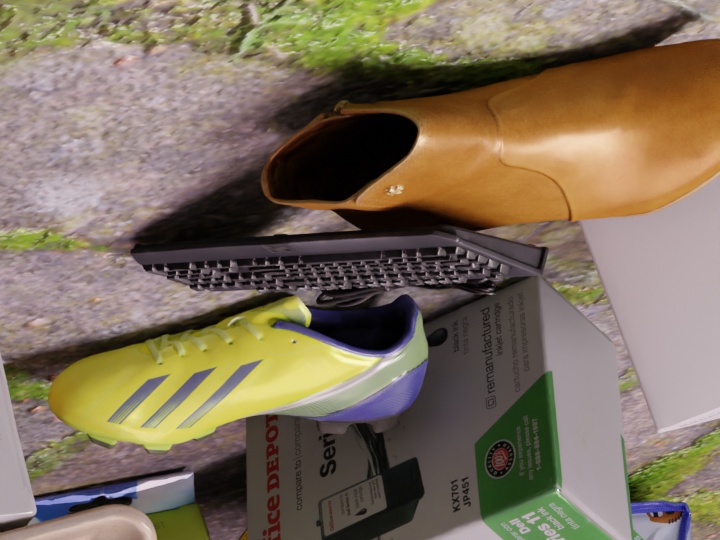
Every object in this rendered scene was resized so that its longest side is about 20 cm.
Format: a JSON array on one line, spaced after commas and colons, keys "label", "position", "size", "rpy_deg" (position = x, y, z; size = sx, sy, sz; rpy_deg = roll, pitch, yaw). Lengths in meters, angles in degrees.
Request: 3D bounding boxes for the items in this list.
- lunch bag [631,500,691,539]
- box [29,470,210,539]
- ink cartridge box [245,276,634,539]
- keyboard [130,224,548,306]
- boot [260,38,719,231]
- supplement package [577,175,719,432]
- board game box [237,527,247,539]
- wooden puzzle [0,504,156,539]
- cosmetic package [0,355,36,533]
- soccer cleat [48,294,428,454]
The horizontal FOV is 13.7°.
[{"label": "lunch bag", "position": [0.130, 0.233, 2.055], "size": [0.200, 0.124, 0.170], "rpy_deg": [-2, 160, 5]}, {"label": "box", "position": [-0.148, 0.216, 1.788], "size": [0.122, 0.048, 0.200], "rpy_deg": [-10, 131, -12]}, {"label": "ink cartridge box", "position": [0.038, 0.111, 1.609], "size": [0.200, 0.147, 0.083], "rpy_deg": [-25, 137, 26]}, {"label": "keyboard", "position": [0.000, 0.000, 1.392], "size": [0.200, 0.021, 0.127], "rpy_deg": [-2, 171, 40]}, {"label": "boot", "position": [0.069, -0.056, 1.307], "size": [0.201, 0.071, 0.144], "rpy_deg": [-19, 167, 31]}, {"label": "supplement package", "position": [0.196, 0.004, 1.440], "size": [0.109, 0.114, 0.200], "rpy_deg": [-22, 172, 19]}, {"label": "board game box", "position": [-0.009, 0.186, 1.804], "size": [0.165, 0.057, 0.200], "rpy_deg": [-53, 154, 3]}, {"label": "wooden puzzle", "position": [-0.209, 0.181, 1.493], "size": [0.200, 0.046, 0.185], "rpy_deg": [-9, 159, -18]}, {"label": "cosmetic package", "position": [-0.233, 0.116, 1.518], "size": [0.071, 0.101, 0.200], "rpy_deg": [-5, 159, -26]}, {"label": "soccer cleat", "position": [-0.062, 0.044, 1.533], "size": [0.200, 0.065, 0.084], "rpy_deg": [-4, 128, -17]}]
